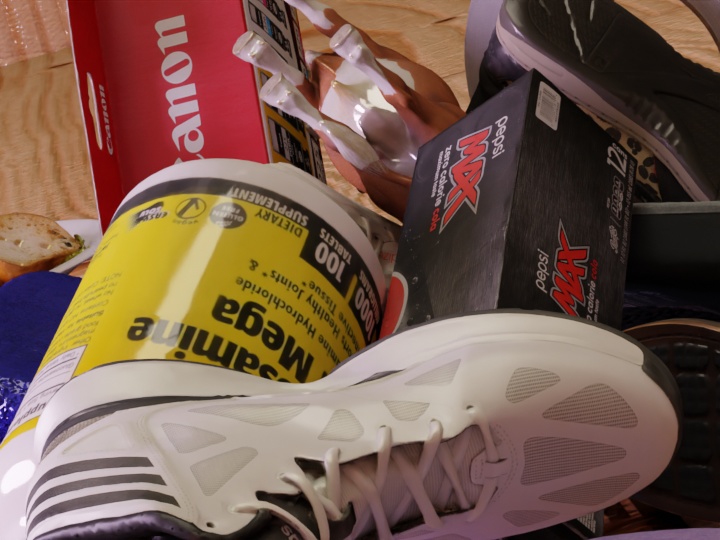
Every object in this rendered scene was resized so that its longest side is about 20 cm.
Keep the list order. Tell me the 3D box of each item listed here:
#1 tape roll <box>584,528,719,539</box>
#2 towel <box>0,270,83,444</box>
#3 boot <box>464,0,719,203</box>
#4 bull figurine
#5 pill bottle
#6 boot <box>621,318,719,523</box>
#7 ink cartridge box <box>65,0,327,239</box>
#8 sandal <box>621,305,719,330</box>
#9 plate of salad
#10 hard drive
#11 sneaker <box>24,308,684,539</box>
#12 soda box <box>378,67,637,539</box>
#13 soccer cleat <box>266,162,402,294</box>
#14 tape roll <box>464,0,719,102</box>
[{"bbox_3d":[0.054,0.136,0.582,0.198,0.066,0.200,-14,14,3],"label":"tape roll"},{"bbox_3d":[-0.082,0.058,0.967,0.198,0.050,0.148,15,20,17],"label":"towel"},{"bbox_3d":[0.124,-0.033,1.097,0.073,0.199,0.151,-51,-4,-40],"label":"boot"},{"bbox_3d":[0.002,-0.076,1.077,0.065,0.121,0.200,-51,25,1],"label":"bull figurine"},{"bbox_3d":[-0.066,0.064,0.807,0.112,0.113,0.201,-9,40,27],"label":"pill bottle"},{"bbox_3d":[0.168,0.050,0.836,0.199,0.075,0.097,-2,3,39],"label":"boot"},{"bbox_3d":[-0.077,-0.071,1.157,0.083,0.202,0.176,-13,-13,11],"label":"ink cartridge box"},{"bbox_3d":[0.074,0.055,0.918,0.198,0.045,0.075,-11,19,-10],"label":"sandal"},{"bbox_3d":[-0.217,-0.002,1.124,0.198,0.048,0.200,-14,13,3],"label":"plate of salad"},{"bbox_3d":[0.143,0.000,0.958,0.199,0.033,0.139,1,-11,43],"label":"hard drive"},{"bbox_3d":[-0.001,0.073,0.661,0.198,0.076,0.116,-6,25,3],"label":"sneaker"},{"bbox_3d":[0.051,0.023,0.837,0.071,0.063,0.201,-33,29,35],"label":"soda box"},{"bbox_3d":[0.000,0.000,1.034,0.077,0.070,0.200,7,-12,30],"label":"soccer cleat"},{"bbox_3d":[0.151,-0.102,1.140,0.199,0.202,0.066,-4,17,40],"label":"tape roll"}]
